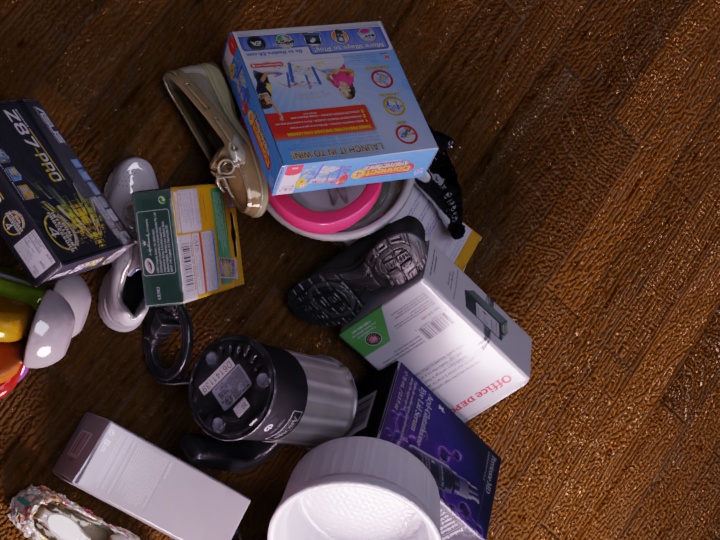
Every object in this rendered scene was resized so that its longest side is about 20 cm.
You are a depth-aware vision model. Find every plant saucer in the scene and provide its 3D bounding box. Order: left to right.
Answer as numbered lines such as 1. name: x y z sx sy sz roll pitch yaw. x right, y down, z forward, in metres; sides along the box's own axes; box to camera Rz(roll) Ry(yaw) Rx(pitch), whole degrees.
1. plant saucer: -0.033 -0.119 1.757 0.198 0.050 0.202 1 67 -2

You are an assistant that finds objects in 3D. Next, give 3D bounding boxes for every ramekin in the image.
1. ramekin: 0.000 0.285 1.656 0.200 0.200 0.098 44 29 -20

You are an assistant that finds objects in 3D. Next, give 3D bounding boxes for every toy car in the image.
1. toy car: -0.390 0.064 1.536 0.174 0.200 0.151 16 105 -4

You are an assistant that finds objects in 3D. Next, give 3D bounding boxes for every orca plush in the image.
1. orca plush: 0.088 -0.135 1.803 0.105 0.071 0.201 -13 76 -46

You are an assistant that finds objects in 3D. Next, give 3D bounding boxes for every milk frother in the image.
1. milk frother: -0.136 0.120 1.696 0.188 0.180 0.201 20 46 -59

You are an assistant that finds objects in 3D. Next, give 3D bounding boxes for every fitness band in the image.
1. fitness band: -0.060 -0.135 1.719 0.143 0.037 0.200 -33 70 -12

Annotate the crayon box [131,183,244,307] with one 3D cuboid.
1. crayon box: -0.194 -0.033 1.657 0.051 0.200 0.127 -5 93 15

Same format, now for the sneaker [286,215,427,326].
1. sneaker: 0.000 0.000 1.757 0.199 0.091 0.076 -26 111 20

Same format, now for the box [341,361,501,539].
1. box: 0.065 0.239 1.769 0.200 0.104 0.148 43 35 -20

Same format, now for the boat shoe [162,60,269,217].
1. boat shoe: -0.166 -0.148 1.678 0.063 0.073 0.202 -15 76 -30

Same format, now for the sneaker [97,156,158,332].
1. sneaker: -0.253 -0.030 1.653 0.074 0.087 0.202 1 88 -23

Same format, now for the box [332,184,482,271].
1. box: 0.047 -0.049 1.833 0.200 0.041 0.120 37 75 -20

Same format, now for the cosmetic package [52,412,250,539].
1. cosmetic package: -0.237 0.245 1.653 0.200 0.107 0.091 36 75 -20

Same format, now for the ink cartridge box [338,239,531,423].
1. ink cartridge box: 0.096 0.083 1.792 0.200 0.146 0.084 43 32 -21

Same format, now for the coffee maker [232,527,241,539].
1. coffee maker: -0.084 0.397 1.715 0.199 0.134 0.194 18 82 -26

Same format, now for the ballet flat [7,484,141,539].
1. ballet flat: -0.308 0.310 1.640 0.199 0.064 0.076 33 76 -24

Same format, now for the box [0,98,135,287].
1. box: -0.345 -0.087 1.545 0.049 0.161 0.201 -36 86 19

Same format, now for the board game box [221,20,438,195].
1. board game box: -0.037 -0.192 1.678 0.199 0.056 0.197 -8 60 -25
